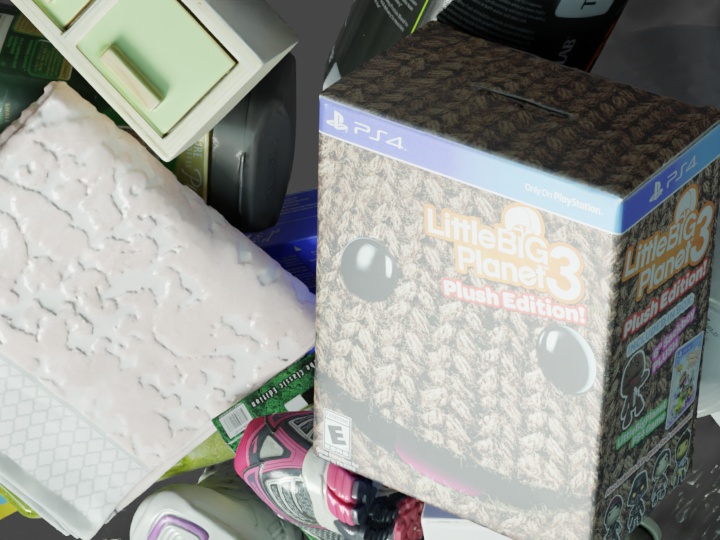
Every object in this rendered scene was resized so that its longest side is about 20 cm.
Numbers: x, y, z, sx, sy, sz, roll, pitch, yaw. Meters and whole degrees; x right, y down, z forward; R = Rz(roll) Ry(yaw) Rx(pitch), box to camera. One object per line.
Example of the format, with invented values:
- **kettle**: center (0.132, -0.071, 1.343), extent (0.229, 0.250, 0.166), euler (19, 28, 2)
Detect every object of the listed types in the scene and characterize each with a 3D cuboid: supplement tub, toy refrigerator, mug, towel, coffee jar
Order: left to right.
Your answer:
- **towel**: center (-0.148, 0.027, 1.402), extent (0.191, 0.032, 0.200), euler (-43, 117, 12)
- **toy refrigerator**: center (-0.131, -0.155, 1.330), extent (0.200, 0.070, 0.076), euler (47, 112, -2)
- **coffee jar**: center (-0.133, -0.081, 1.433), extent (0.200, 0.085, 0.104), euler (9, 131, 4)
- **supplement tub**: center (0.068, -0.141, 1.319), extent (0.122, 0.123, 0.200), euler (21, 131, -7)
- **mug**: center (0.174, 0.003, 1.385), extent (0.148, 0.175, 0.200), euler (-20, 123, 26)

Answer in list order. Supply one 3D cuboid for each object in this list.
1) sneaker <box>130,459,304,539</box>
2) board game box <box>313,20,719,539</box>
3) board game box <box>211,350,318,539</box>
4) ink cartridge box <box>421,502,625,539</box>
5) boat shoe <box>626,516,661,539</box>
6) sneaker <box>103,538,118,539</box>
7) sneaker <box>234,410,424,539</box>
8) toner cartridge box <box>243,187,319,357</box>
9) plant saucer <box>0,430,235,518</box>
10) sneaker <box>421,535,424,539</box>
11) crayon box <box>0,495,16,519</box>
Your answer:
- **sneaker**: center (-0.084, 0.142, 1.557), extent (0.075, 0.100, 0.200), euler (-7, 161, 13)
- **board game box**: center (0.070, 0.010, 1.253), extent (0.159, 0.097, 0.200), euler (20, 126, 28)
- **board game box**: center (-0.001, 0.101, 1.495), extent (0.105, 0.023, 0.200), euler (-33, 147, 2)
- **ink cartridge box**: center (0.097, 0.117, 1.482), extent (0.084, 0.200, 0.145), euler (1, 130, 13)
- **boat shoe**: center (0.109, 0.215, 1.653), extent (0.072, 0.060, 0.202), euler (35, 128, -18)
- **sneaker**: center (-0.088, 0.246, 1.663), extent (0.200, 0.100, 0.070), euler (21, 163, 16)
- **sneaker**: center (-0.004, 0.107, 1.419), extent (0.075, 0.081, 0.200), euler (15, 169, 17)
- **toner cartridge box**: center (0.000, 0.000, 1.457), extent (0.200, 0.043, 0.095), euler (-10, 132, 48)
- **plant saucer**: center (-0.175, 0.063, 1.498), extent (0.200, 0.048, 0.200), euler (-20, 124, 38)
- **sneaker**: center (0.010, 0.145, 1.625), extent (0.083, 0.072, 0.200), euler (-21, 127, -3)
- **crayon box**: center (-0.218, 0.077, 1.606), extent (0.200, 0.051, 0.127), euler (-28, 120, 29)
